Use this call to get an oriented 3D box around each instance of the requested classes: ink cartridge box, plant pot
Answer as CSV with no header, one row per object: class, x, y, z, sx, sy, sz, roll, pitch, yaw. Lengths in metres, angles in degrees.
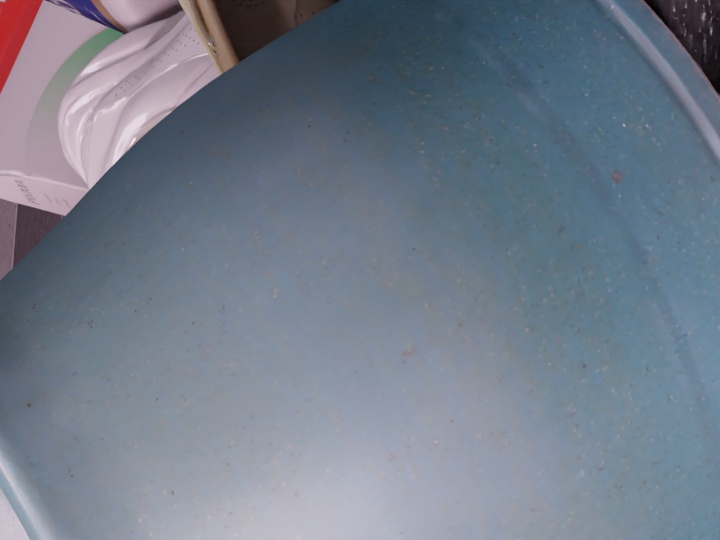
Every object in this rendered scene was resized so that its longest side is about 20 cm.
ink cartridge box,-0.144,-0.110,1.021,0.050,0.199,0.162,73,-145,-64
plant pot,-0.007,0.035,0.565,0.200,0.187,0.201,53,161,27

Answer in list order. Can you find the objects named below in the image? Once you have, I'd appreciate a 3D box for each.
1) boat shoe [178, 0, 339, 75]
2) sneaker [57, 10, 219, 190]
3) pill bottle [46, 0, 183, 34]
boat shoe,-0.012,-0.066,0.747,0.202,0.073,0.063,60,-179,7
sneaker,-0.031,-0.083,0.820,0.200,0.078,0.100,-48,34,17
pill bottle,-0.111,-0.167,0.939,0.200,0.110,0.112,27,117,52
